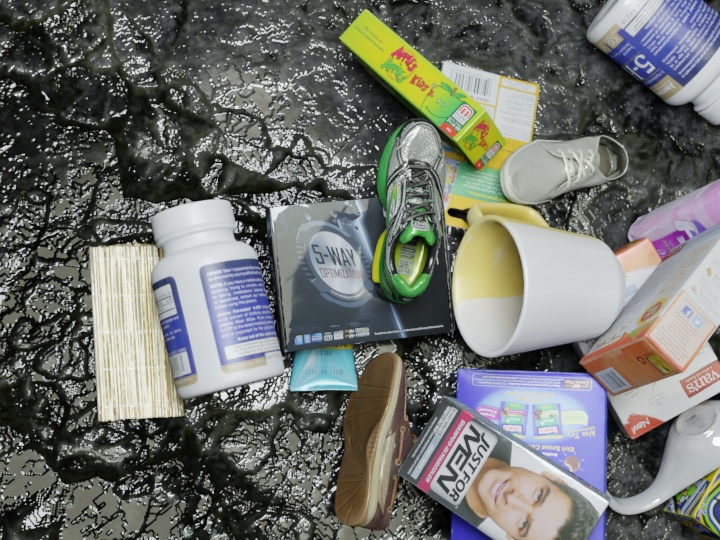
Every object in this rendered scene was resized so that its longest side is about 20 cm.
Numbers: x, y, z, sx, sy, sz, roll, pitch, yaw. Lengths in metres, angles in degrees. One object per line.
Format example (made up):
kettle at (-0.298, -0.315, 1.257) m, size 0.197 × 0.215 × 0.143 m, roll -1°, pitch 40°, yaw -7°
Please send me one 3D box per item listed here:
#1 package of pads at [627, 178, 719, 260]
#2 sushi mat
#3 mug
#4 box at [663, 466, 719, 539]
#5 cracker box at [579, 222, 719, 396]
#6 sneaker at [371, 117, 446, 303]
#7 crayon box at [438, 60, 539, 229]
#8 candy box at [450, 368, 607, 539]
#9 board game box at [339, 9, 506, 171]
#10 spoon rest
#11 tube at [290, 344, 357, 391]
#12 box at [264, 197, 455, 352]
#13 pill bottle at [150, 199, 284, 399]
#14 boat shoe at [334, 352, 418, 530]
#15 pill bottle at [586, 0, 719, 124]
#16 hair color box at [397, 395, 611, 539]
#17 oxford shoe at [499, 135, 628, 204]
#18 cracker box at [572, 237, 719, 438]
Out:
package of pads at (0.414, -0.038, 1.110) m, size 0.076 × 0.200 × 0.121 m, roll -33°, pitch 89°, yaw -22°
sushi mat at (-0.251, 0.067, 1.062) m, size 0.096 × 0.012 × 0.200 m, roll -4°, pitch 82°, yaw -11°
mug at (0.200, 0.000, 1.029) m, size 0.153 × 0.149 × 0.187 m, roll 1°, pitch 77°, yaw -23°
box at (0.454, 0.225, 1.146) m, size 0.064 × 0.070 × 0.200 m, roll 34°, pitch 77°, yaw -7°
cracker box at (0.337, 0.036, 1.003) m, size 0.058 × 0.134 × 0.200 m, roll 44°, pitch 67°, yaw 1°
sneaker at (0.062, -0.063, 1.008) m, size 0.078 × 0.085 × 0.200 m, roll 3°, pitch 90°, yaw -14°
crayon box at (0.138, -0.141, 1.150) m, size 0.126 × 0.052 × 0.200 m, roll 12°, pitch 79°, yaw -9°
candy box at (0.190, 0.216, 1.064) m, size 0.169 × 0.077 × 0.200 m, roll 2°, pitch 79°, yaw 14°
board game box at (0.072, -0.206, 1.079) m, size 0.048 × 0.102 × 0.200 m, roll -47°, pitch 65°, yaw 6°
spoon rest at (0.376, 0.226, 1.130) m, size 0.200 × 0.099 × 0.061 m, roll -35°, pitch 114°, yaw 0°
tube at (-0.042, 0.039, 1.095) m, size 0.077 × 0.050 × 0.200 m, roll 0°, pitch 86°, yaw 0°
box at (0.000, 0.000, 1.060) m, size 0.200 × 0.044 × 0.161 m, roll -5°, pitch 93°, yaw -14°
pill bottle at (-0.162, 0.031, 1.031) m, size 0.120 × 0.120 × 0.200 m, roll -13°, pitch 84°, yaw -13°
boat shoe at (0.027, 0.196, 1.077) m, size 0.072 × 0.072 × 0.200 m, roll 26°, pitch 64°, yaw -37°
pill bottle at (0.396, -0.279, 1.179) m, size 0.200 × 0.120 × 0.120 m, roll 37°, pitch 77°, yaw -3°
hair color box at (0.152, 0.228, 1.000) m, size 0.200 × 0.061 × 0.099 m, roll 31°, pitch 90°, yaw 19°
oxford shoe at (0.248, -0.125, 1.134) m, size 0.200 × 0.058 × 0.075 m, roll -14°, pitch 97°, yaw -34°
cracker box at (0.328, 0.080, 1.127) m, size 0.134 × 0.058 × 0.200 m, roll -30°, pitch 88°, yaw 2°
